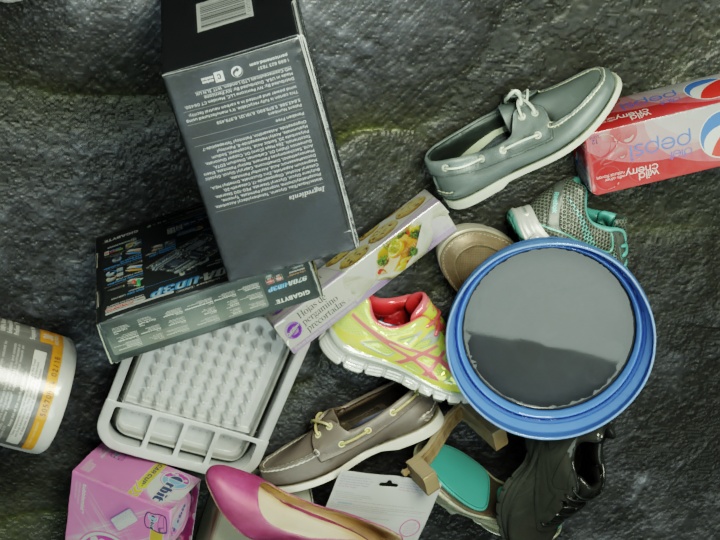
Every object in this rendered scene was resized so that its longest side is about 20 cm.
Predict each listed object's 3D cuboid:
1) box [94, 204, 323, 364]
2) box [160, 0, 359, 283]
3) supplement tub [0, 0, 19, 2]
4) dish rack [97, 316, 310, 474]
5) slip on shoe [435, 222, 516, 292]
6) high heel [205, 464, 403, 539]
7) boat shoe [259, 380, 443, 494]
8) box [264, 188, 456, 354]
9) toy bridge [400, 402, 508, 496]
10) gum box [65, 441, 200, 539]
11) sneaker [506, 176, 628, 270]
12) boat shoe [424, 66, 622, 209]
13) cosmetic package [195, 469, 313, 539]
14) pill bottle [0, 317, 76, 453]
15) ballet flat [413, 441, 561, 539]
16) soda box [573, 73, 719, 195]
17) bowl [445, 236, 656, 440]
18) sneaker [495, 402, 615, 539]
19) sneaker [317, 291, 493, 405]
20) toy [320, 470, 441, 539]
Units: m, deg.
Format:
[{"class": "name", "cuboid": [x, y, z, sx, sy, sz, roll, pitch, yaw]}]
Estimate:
[{"class": "box", "cuboid": [-0.142, -0.004, 1.442, 0.198, 0.159, 0.046, -18, 121, 0]}, {"class": "box", "cuboid": [-0.088, -0.132, 1.357, 0.123, 0.200, 0.198, -16, 119, 2]}, {"class": "supplement tub", "cuboid": [-0.229, -0.316, 1.265, 0.199, 0.146, 0.146, -24, 120, 4]}, {"class": "dish rack", "cuboid": [-0.155, 0.101, 1.563, 0.170, 0.044, 0.201, 17, 114, -17]}, {"class": "slip on shoe", "cuboid": [0.152, 0.032, 1.566, 0.076, 0.061, 0.200, -37, 118, 11]}, {"class": "high heel", "cuboid": [-0.055, 0.236, 1.548, 0.200, 0.068, 0.096, 42, 123, -17]}, {"class": "boat shoe", "cuboid": [-0.016, 0.164, 1.607, 0.199, 0.072, 0.060, -22, 114, -1]}, {"class": "box", "cuboid": [0.000, 0.000, 1.510, 0.199, 0.041, 0.039, -37, 117, -4]}, {"class": "toy bridge", "cuboid": [0.124, 0.156, 1.618, 0.199, 0.067, 0.027, -30, 131, -17]}, {"class": "gum box", "cuboid": [-0.237, 0.288, 1.612, 0.113, 0.066, 0.201, 19, 119, 15]}, {"class": "sneaker", "cuboid": [0.234, -0.012, 1.551, 0.091, 0.078, 0.200, -42, 118, 9]}, {"class": "boat shoe", "cuboid": [0.148, -0.133, 1.470, 0.199, 0.073, 0.062, -33, 122, 15]}, {"class": "cosmetic package", "cuboid": [-0.124, 0.310, 1.665, 0.104, 0.071, 0.201, 10, 116, -15]}, {"class": "pill bottle", "cuboid": [-0.375, 0.093, 1.479, 0.199, 0.117, 0.117, 18, 114, -19]}, {"class": "ballet flat", "cuboid": [0.124, 0.246, 1.679, 0.199, 0.068, 0.062, 30, 135, -21]}, {"class": "soda box", "cuboid": [0.301, -0.134, 1.500, 0.198, 0.064, 0.070, -14, 120, -2]}, {"class": "bowl", "cuboid": [0.180, 0.062, 1.511, 0.199, 0.039, 0.202, 1, 110, 3]}, {"class": "sneaker", "cuboid": [0.198, 0.217, 1.599, 0.076, 0.091, 0.201, -12, 125, -39]}, {"class": "sneaker", "cuboid": [0.064, 0.068, 1.561, 0.198, 0.078, 0.091, 15, 115, -16]}, {"class": "toy", "cuboid": [-0.006, 0.283, 1.650, 0.114, 0.047, 0.201, 9, 115, -24]}]
